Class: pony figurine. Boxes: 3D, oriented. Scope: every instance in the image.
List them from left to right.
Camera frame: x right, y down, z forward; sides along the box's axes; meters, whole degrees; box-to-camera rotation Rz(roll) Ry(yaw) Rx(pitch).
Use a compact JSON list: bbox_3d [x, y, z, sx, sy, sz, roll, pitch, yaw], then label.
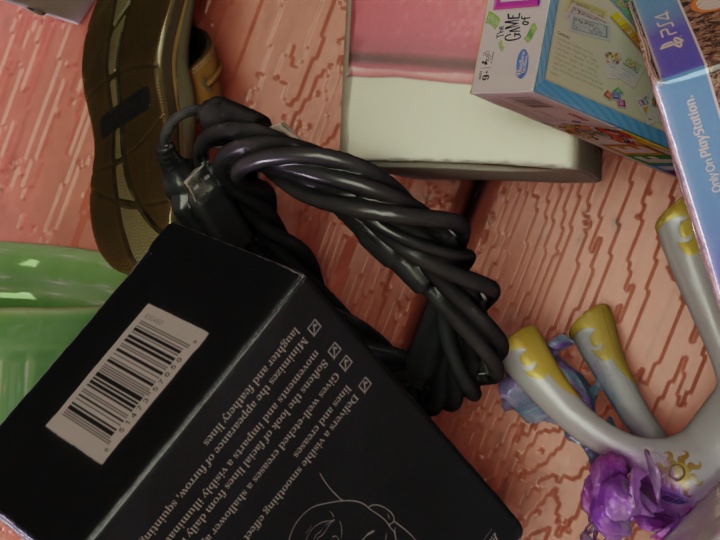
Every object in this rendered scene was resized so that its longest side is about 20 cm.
[{"bbox_3d":[0.153,0.093,0.727,0.193,0.167,0.200,-39,66,3],"label":"pony figurine"}]

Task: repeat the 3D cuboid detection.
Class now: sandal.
[{"bbox_3d":[-0.098,-0.088,0.813,0.080,0.054,0.200,-22,63,39],"label":"sandal"}]

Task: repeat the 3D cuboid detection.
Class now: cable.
[{"bbox_3d":[0.000,0.000,0.739,0.163,0.200,0.051,10,55,40],"label":"cable"}]

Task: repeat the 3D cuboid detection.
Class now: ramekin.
[{"bbox_3d":[-0.187,0.047,0.775,0.200,0.200,0.098,6,99,13],"label":"ramekin"}]

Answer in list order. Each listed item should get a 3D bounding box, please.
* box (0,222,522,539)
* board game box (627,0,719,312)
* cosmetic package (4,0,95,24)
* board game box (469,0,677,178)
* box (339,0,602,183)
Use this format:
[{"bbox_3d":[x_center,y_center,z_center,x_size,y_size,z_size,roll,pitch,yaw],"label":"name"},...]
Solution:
[{"bbox_3d":[-0.047,0.104,0.708,0.107,0.200,0.148,20,66,49],"label":"box"},{"bbox_3d":[0.222,-0.048,0.606,0.200,0.097,0.160,-18,114,12],"label":"board game box"},{"bbox_3d":[-0.136,-0.232,0.804,0.085,0.108,0.200,39,97,11],"label":"cosmetic package"},{"bbox_3d":[0.137,-0.113,0.690,0.034,0.200,0.135,5,82,47],"label":"board game box"},{"bbox_3d":[0.060,-0.143,0.745,0.109,0.128,0.200,3,92,13],"label":"box"}]
